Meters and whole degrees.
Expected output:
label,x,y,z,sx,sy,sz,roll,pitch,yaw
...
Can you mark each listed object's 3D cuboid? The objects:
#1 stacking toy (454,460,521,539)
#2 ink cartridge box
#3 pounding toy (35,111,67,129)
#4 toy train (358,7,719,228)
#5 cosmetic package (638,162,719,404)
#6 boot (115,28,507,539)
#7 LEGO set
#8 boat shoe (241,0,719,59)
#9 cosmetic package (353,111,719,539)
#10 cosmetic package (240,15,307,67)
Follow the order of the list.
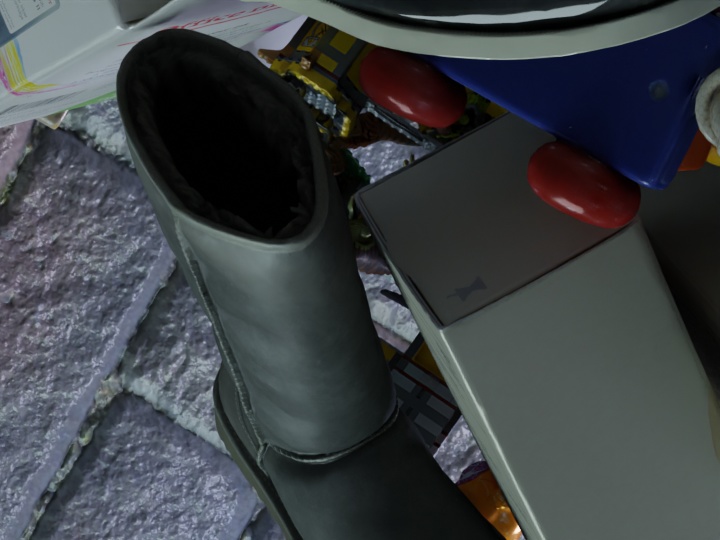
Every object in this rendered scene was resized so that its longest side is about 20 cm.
label,x,y,z,sx,sy,sz,roll,pitch,yaw
stacking toy,0.098,0.064,1.021,0.110,0.200,0.116,65,165,-9
ink cartridge box,-0.071,-0.107,0.898,0.117,0.068,0.200,-18,179,-36
pounding toy,-0.171,-0.162,1.193,0.142,0.184,0.200,31,-179,-14
toy train,0.104,-0.048,0.776,0.200,0.085,0.116,32,-168,35
cosmetic package,0.152,0.026,0.865,0.104,0.073,0.200,62,177,-27
boot,-0.006,0.035,0.861,0.182,0.072,0.200,43,155,26
LEGO set,0.000,0.000,0.999,0.154,0.116,0.200,36,160,-1
boat shoe,0.012,-0.104,0.725,0.200,0.072,0.068,19,131,37
cosmetic package,0.078,0.057,0.868,0.200,0.073,0.104,64,178,-31
cosmetic package,-0.039,-0.118,1.111,0.082,0.051,0.200,33,-158,21
